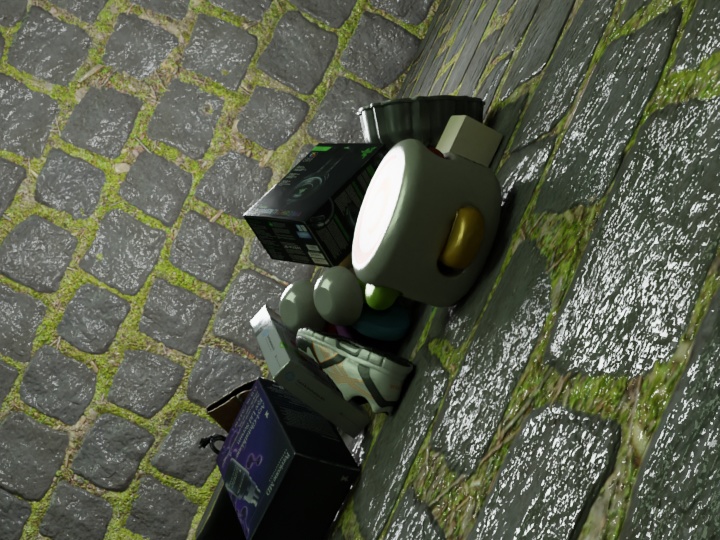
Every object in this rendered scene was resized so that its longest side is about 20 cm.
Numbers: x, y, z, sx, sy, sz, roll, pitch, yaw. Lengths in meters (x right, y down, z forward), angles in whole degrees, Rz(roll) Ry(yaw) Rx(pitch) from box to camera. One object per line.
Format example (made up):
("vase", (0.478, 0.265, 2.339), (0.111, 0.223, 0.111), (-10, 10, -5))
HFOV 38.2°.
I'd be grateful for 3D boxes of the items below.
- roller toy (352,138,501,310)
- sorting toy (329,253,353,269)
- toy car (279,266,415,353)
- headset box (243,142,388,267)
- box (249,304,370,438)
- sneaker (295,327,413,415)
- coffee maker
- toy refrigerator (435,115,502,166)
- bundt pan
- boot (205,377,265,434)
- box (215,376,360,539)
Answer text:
("roller toy", (0.084, -0.055, 1.247), (0.200, 0.139, 0.184), (127, 156, -51))
("sorting toy", (0.000, 0.000, 1.679), (0.200, 0.036, 0.186), (-40, -25, -54))
("toy car", (-0.005, 0.068, 1.494), (0.199, 0.174, 0.151), (-20, 84, 47))
("headset box", (-0.047, -0.107, 1.588), (0.200, 0.093, 0.174), (-46, 30, -24))
("box", (-0.076, 0.142, 1.495), (0.041, 0.156, 0.200), (-48, 24, 6))
("sneaker", (-0.022, 0.129, 1.365), (0.199, 0.073, 0.081), (19, 95, 46))
("coffee maker", (-0.185, 0.380, 1.576), (0.134, 0.192, 0.201), (-3, -49, -49))
("toy refrigerator", (0.124, -0.113, 1.467), (0.201, 0.070, 0.076), (-65, 13, 2))
("bundt pan", (0.096, -0.218, 1.617), (0.202, 0.200, 0.076), (179, 88, -83))
("boot", (-0.177, 0.280, 1.610), (0.187, 0.200, 0.069), (-30, 35, 7))
("box", (-0.103, 0.266, 1.419), (0.149, 0.104, 0.200), (-63, 29, 12))
